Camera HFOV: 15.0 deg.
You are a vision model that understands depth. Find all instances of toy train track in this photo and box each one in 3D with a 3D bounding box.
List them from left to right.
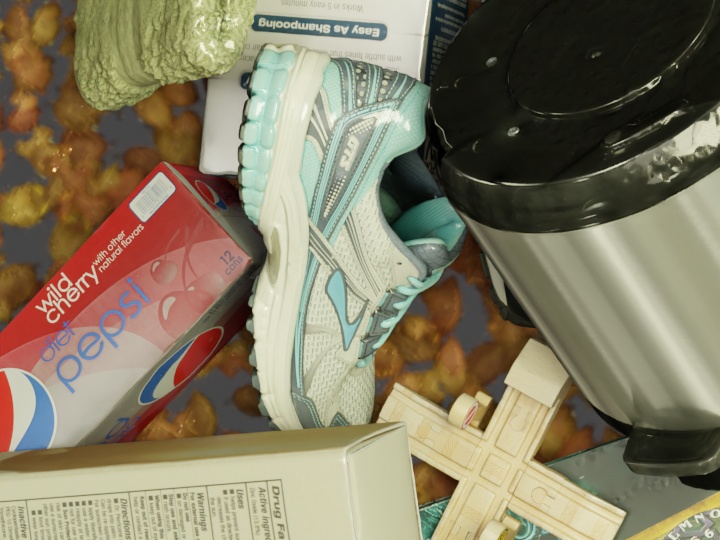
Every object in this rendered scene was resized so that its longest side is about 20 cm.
[{"bbox_3d":[0.035,0.122,1.148,0.115,0.033,0.200,28,98,17],"label":"toy train track"}]

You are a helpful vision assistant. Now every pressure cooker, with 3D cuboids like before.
[{"bbox_3d":[0.140,-0.025,1.059,0.176,0.179,0.200,-34,123,1],"label":"pressure cooker"}]

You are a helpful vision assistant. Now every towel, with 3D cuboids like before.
[{"bbox_3d":[-0.081,-0.174,1.179,0.148,0.036,0.201,-9,76,62],"label":"towel"}]

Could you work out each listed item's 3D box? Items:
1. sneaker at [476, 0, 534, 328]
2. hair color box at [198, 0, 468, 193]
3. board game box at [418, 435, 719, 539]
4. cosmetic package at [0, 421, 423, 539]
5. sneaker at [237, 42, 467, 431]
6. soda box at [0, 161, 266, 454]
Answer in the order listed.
[{"bbox_3d":[0.095,-0.075,1.147,0.087,0.076,0.201,2,89,12],"label":"sneaker"},{"bbox_3d":[-0.006,-0.135,1.184,0.100,0.061,0.201,6,90,18],"label":"hair color box"},{"bbox_3d":[0.129,0.133,1.149,0.200,0.028,0.136,-20,82,17],"label":"board game box"},{"bbox_3d":[-0.077,0.122,1.115,0.200,0.071,0.105,-4,96,22],"label":"cosmetic package"},{"bbox_3d":[0.000,0.000,1.129,0.086,0.078,0.200,6,132,13],"label":"sneaker"},{"bbox_3d":[-0.122,0.044,1.210,0.200,0.070,0.063,-45,77,11],"label":"soda box"}]
